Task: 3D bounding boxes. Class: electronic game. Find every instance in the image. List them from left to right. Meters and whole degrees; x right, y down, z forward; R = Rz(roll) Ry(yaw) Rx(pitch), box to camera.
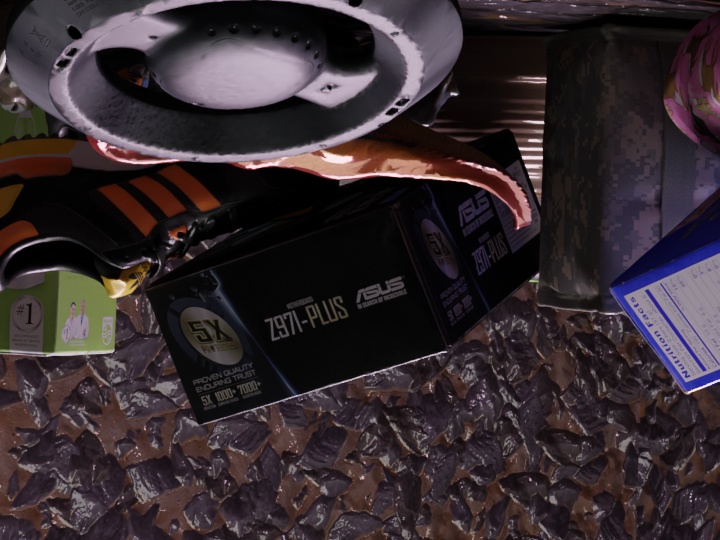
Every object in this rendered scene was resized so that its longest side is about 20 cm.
[{"bbox_3d":[-0.055,-0.099,1.036,0.200,0.042,0.200,-3,158,-1],"label":"electronic game"}]

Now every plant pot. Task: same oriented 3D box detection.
[{"bbox_3d":[0.096,-0.093,1.486,0.200,0.093,0.201,1,180,0],"label":"plant pot"}]

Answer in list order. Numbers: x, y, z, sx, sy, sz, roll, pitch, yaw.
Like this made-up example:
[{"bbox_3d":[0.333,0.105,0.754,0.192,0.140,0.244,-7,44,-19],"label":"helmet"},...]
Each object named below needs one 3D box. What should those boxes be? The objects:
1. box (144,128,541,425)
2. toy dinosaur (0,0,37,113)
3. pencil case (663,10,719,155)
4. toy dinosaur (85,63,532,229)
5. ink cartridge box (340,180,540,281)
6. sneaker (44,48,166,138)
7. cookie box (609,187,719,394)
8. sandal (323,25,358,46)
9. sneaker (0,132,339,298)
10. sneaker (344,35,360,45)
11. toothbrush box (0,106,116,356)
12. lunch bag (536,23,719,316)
[{"bbox_3d":[0.000,0.000,1.358,0.164,0.086,0.200,-18,-172,27],"label":"box"},{"bbox_3d":[-0.175,-0.122,1.162,0.102,0.077,0.200,-10,178,-16],"label":"toy dinosaur"},{"bbox_3d":[0.207,-0.096,1.129,0.086,0.083,0.200,30,176,-7],"label":"pencil case"},{"bbox_3d":[-0.035,-0.075,1.154,0.181,0.200,0.105,-30,171,-13],"label":"toy dinosaur"},{"bbox_3d":[0.026,-0.067,1.674,0.200,0.146,0.084,1,180,17],"label":"ink cartridge box"},{"bbox_3d":[-0.112,-0.101,1.329,0.076,0.091,0.200,5,177,-37],"label":"sneaker"},{"bbox_3d":[0.249,-0.033,1.174,0.171,0.075,0.200,-39,-173,-38],"label":"cookie box"},{"bbox_3d":[-0.017,-0.104,1.300,0.076,0.043,0.200,0,-159,-10],"label":"sandal"},{"bbox_3d":[-0.111,-0.024,1.298,0.200,0.090,0.070,-1,152,1],"label":"sneaker"},{"bbox_3d":[-0.081,-0.071,1.439,0.200,0.081,0.074,-25,160,10],"label":"sneaker"},{"bbox_3d":[-0.234,-0.049,1.507,0.145,0.200,0.086,1,-179,22],"label":"toothbrush box"},{"bbox_3d":[0.211,-0.052,1.355,0.200,0.164,0.118,2,-179,-20],"label":"lunch bag"}]
